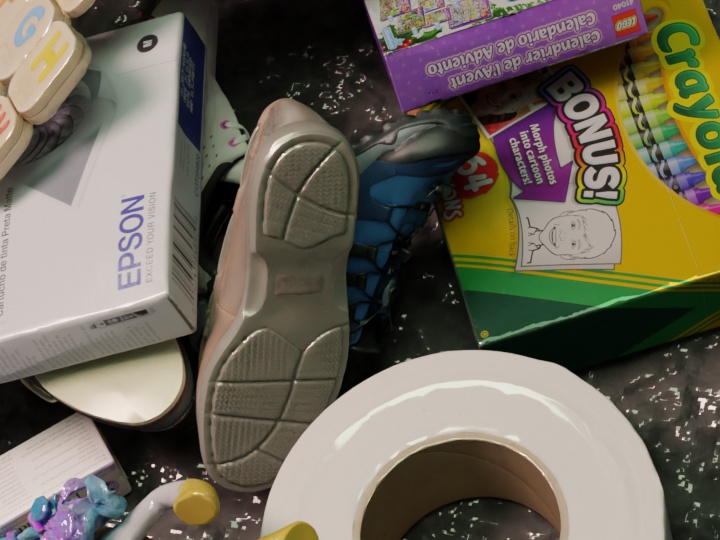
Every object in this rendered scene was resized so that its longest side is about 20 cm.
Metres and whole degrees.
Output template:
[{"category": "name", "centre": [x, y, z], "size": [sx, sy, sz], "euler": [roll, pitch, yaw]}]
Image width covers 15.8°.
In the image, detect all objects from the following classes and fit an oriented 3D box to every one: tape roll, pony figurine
[{"category": "tape roll", "centre": [0.053, 0.142, 1.269], "size": [0.202, 0.071, 0.203], "euler": [-5, 59, 9]}, {"category": "pony figurine", "centre": [-0.140, 0.178, 1.238], "size": [0.200, 0.167, 0.193], "euler": [-13, 30, 47]}]

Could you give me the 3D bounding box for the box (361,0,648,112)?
[{"category": "box", "centre": [0.068, -0.162, 1.419], "size": [0.136, 0.039, 0.200], "euler": [-18, 29, 2]}]

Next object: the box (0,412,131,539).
[{"category": "box", "centre": [-0.217, 0.143, 1.347], "size": [0.200, 0.039, 0.041], "euler": [-31, 59, -7]}]

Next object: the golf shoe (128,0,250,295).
[{"category": "golf shoe", "centre": [-0.094, -0.070, 1.436], "size": [0.092, 0.073, 0.201], "euler": [4, 69, 10]}]

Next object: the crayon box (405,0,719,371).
[{"category": "crayon box", "centre": [0.123, -0.052, 1.377], "size": [0.172, 0.058, 0.200], "euler": [-18, 55, 2]}]

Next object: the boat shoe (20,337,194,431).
[{"category": "boat shoe", "centre": [-0.153, 0.038, 1.361], "size": [0.200, 0.063, 0.071], "euler": [27, 68, 39]}]

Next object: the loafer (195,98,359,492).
[{"category": "loafer", "centre": [-0.042, 0.012, 1.294], "size": [0.072, 0.201, 0.063], "euler": [4, 24, -18]}]

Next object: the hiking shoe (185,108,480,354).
[{"category": "hiking shoe", "centre": [0.000, 0.000, 1.346], "size": [0.200, 0.074, 0.087], "euler": [-44, 69, 24]}]

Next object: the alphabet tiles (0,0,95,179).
[{"category": "alphabet tiles", "centre": [-0.202, -0.121, 1.385], "size": [0.196, 0.015, 0.200], "euler": [-50, 35, 11]}]

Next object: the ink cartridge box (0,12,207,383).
[{"category": "ink cartridge box", "centre": [-0.178, -0.030, 1.355], "size": [0.199, 0.041, 0.200], "euler": [-16, 49, 17]}]
